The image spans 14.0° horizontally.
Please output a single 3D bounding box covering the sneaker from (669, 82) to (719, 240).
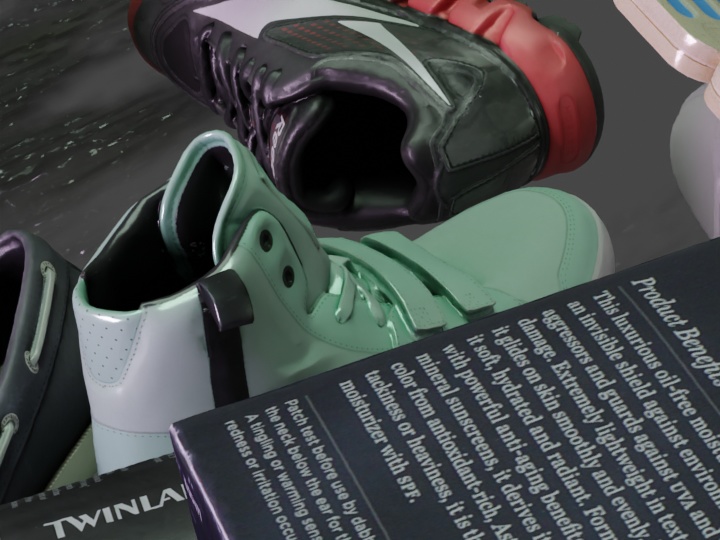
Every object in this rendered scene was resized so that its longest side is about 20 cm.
[{"bbox_3d":[0.128,0.006,0.867,0.084,0.073,0.200,-19,37,-15],"label":"sneaker"}]

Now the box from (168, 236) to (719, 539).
[{"bbox_3d":[0.084,0.107,0.627,0.197,0.201,0.123,-18,34,-10],"label":"box"}]

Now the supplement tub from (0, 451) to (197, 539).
[{"bbox_3d":[-0.041,0.107,0.731,0.199,0.123,0.123,-17,35,-7],"label":"supplement tub"}]

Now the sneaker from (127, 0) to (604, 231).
[{"bbox_3d":[-0.018,-0.065,1.012,0.200,0.071,0.098,21,44,36],"label":"sneaker"}]

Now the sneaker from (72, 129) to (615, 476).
[{"bbox_3d":[0.000,0.000,0.874,0.074,0.119,0.200,22,45,41],"label":"sneaker"}]

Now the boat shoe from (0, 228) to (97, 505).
[{"bbox_3d":[-0.129,0.067,0.844,0.072,0.063,0.200,-13,32,39],"label":"boat shoe"}]

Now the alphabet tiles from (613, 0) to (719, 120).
[{"bbox_3d":[0.172,-0.057,0.893,0.199,0.015,0.196,-1,40,-38],"label":"alphabet tiles"}]
